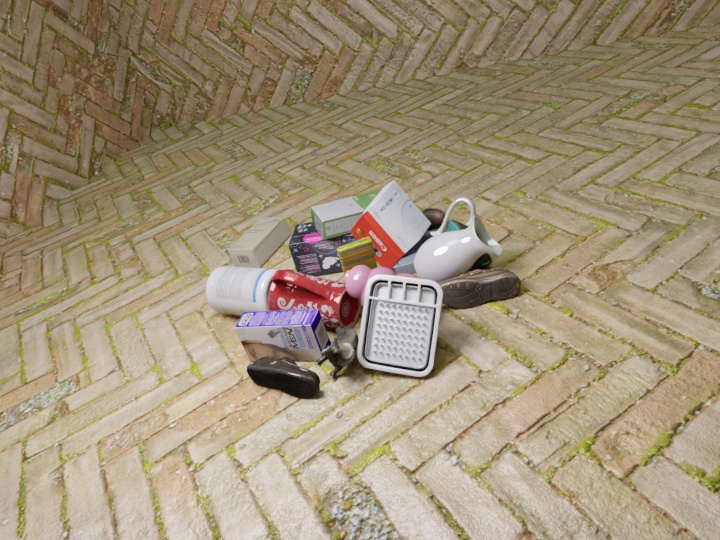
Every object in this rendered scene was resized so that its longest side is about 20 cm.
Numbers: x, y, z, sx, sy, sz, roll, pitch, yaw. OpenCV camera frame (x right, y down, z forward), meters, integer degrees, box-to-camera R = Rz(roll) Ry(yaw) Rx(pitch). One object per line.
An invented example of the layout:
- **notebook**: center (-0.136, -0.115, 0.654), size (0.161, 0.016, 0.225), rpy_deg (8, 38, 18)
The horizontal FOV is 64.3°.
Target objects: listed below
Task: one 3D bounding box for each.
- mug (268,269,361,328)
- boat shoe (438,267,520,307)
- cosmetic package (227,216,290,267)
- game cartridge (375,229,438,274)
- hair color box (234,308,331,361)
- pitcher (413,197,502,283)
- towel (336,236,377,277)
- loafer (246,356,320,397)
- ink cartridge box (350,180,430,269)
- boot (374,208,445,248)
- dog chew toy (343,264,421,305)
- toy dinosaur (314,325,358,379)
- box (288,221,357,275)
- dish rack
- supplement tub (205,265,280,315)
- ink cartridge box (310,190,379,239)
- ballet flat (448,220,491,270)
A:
- **mug**: center (-0.120, 0.075, 1.394), size (0.199, 0.135, 0.177), rpy_deg (9, 1, 29)
- **boat shoe**: center (0.272, 0.037, 1.349), size (0.198, 0.076, 0.072), rpy_deg (-5, 27, 1)
- **cosmetic package**: center (-0.320, -0.091, 1.832), size (0.103, 0.074, 0.200), rpy_deg (1, 36, 27)
- **game cartridge**: center (0.149, -0.047, 1.570), size (0.198, 0.041, 0.133), rpy_deg (-20, 27, -5)
- **hair color box**: center (-0.180, 0.153, 1.334), size (0.198, 0.110, 0.065), rpy_deg (-3, 34, 22)
- **pitcher**: center (0.221, -0.066, 1.403), size (0.199, 0.173, 0.121), rpy_deg (-31, -16, 33)
- **towel**: center (0.000, 0.000, 1.410), size (0.085, 0.201, 0.018), rpy_deg (-17, 49, -3)
- **loafer**: center (-0.162, 0.218, 1.253), size (0.199, 0.073, 0.071), rpy_deg (7, 40, 34)
- **ink cartridge box**: center (0.082, -0.116, 1.509), size (0.047, 0.160, 0.200), rpy_deg (-22, 25, 51)
- **boot**: center (0.125, -0.116, 1.624), size (0.185, 0.065, 0.200), rpy_deg (-9, 12, 39)
- **dog chew toy**: center (0.056, 0.049, 1.322), size (0.199, 0.125, 0.125), rpy_deg (23, 37, 0)
- **toy dinosaur**: center (-0.037, 0.170, 1.247), size (0.102, 0.077, 0.200), rpy_deg (-40, 1, 24)
- **box**: center (-0.089, -0.071, 1.646), size (0.198, 0.116, 0.133), rpy_deg (-8, 30, 10)
- **dish rack**: center (0.086, 0.116, 1.220), size (0.170, 0.202, 0.044), rpy_deg (6, -7, 20)
- **supplement tub**: center (-0.295, 0.057, 1.523), size (0.199, 0.133, 0.132), rpy_deg (5, 36, 30)
- **ink cartridge box**: center (-0.027, -0.155, 1.582), size (0.198, 0.060, 0.104), rpy_deg (-17, 33, -16)
- **ballet flat**: center (0.293, -0.068, 1.515), size (0.068, 0.068, 0.201), rpy_deg (-9, 40, -7)
